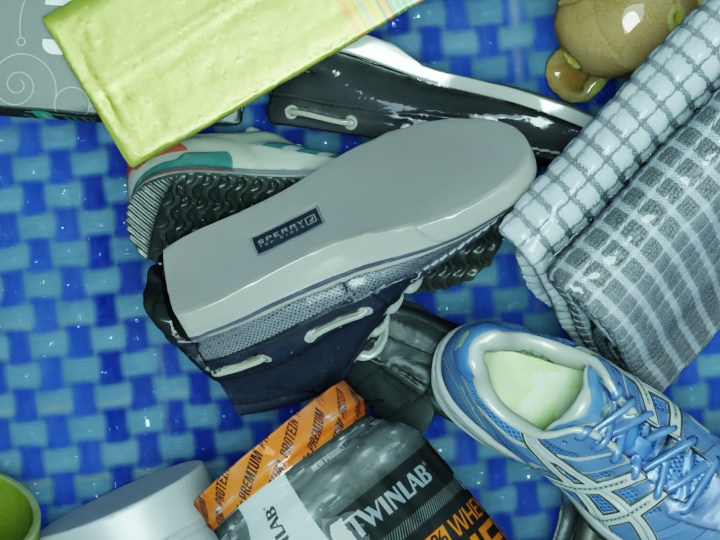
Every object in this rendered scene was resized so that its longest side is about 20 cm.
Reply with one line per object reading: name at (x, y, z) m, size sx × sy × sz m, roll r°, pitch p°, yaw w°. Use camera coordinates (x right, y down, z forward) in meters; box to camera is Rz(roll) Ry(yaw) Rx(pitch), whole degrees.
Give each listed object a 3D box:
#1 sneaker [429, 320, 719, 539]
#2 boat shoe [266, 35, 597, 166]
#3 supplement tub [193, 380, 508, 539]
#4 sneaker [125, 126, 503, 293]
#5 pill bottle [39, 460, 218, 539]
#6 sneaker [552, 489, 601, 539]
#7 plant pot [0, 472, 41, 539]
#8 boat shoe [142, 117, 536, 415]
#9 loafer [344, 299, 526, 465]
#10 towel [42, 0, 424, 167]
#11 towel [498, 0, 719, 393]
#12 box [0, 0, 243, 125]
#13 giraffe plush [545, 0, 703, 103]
sneaker at (0.122, 0.088, 1.067) m, size 0.200 × 0.077 × 0.076 m, roll 27°, pitch 80°, yaw 5°
boat shoe at (0.049, -0.075, 1.136) m, size 0.200 × 0.074 × 0.060 m, roll 18°, pitch 91°, yaw -1°
supplement tub at (0.018, 0.160, 1.049) m, size 0.122 × 0.123 × 0.200 m, roll -40°, pitch 86°, yaw -1°
sneaker at (-0.025, -0.043, 1.125) m, size 0.199 × 0.093 × 0.070 m, roll 3°, pitch 122°, yaw -14°
pill bottle at (-0.082, 0.207, 1.119) m, size 0.116 × 0.116 × 0.200 m, roll -24°, pitch 93°, yaw -2°
sneaker at (0.122, 0.185, 1.135) m, size 0.077 × 0.085 × 0.200 m, roll -2°, pitch 85°, yaw 37°
plant pot at (-0.249, 0.219, 1.093) m, size 0.187 × 0.187 × 0.200 m, roll -1°, pitch 107°, yaw -3°
boat shoe at (0.000, 0.000, 1.067) m, size 0.200 × 0.075 × 0.093 m, roll -21°, pitch 135°, yaw 6°
loafer at (0.029, 0.056, 1.142) m, size 0.200 × 0.068 × 0.071 m, roll 19°, pitch 82°, yaw -7°
towel at (-0.044, -0.134, 1.031) m, size 0.200 × 0.018 × 0.086 m, roll -30°, pitch 91°, yaw 2°
towel at (0.165, -0.027, 1.080) m, size 0.086 × 0.200 × 0.166 m, roll 40°, pitch 88°, yaw 25°
box at (-0.154, -0.151, 1.094) m, size 0.200 × 0.124 × 0.149 m, roll 4°, pitch 93°, yaw -3°
giraffe plush at (0.126, -0.166, 1.114) m, size 0.200 × 0.172 × 0.162 m, roll -28°, pitch 107°, yaw -36°
